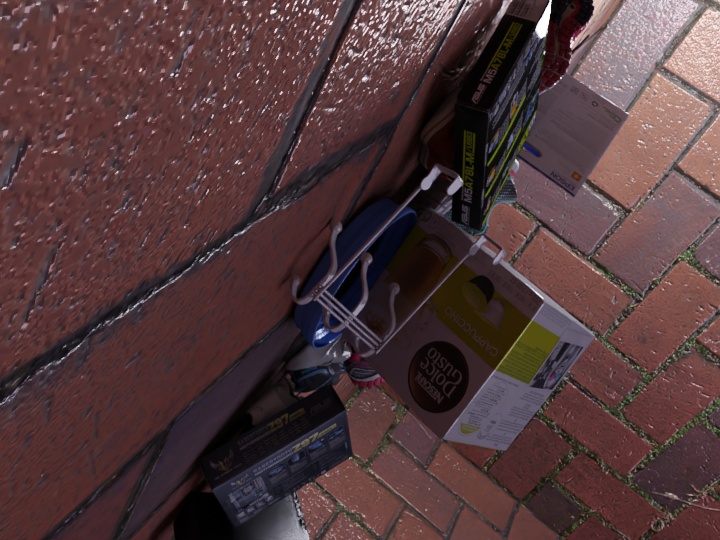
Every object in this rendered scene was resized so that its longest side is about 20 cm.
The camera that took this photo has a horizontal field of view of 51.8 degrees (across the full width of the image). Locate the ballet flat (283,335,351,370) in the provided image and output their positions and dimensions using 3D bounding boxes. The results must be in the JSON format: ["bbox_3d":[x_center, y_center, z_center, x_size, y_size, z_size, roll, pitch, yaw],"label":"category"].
[{"bbox_3d":[-0.019,0.085,1.048,0.200,0.069,0.070,-43,170,-18],"label":"ballet flat"}]

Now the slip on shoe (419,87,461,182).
[{"bbox_3d":[0.110,-0.158,0.888,0.074,0.061,0.200,-50,171,-7],"label":"slip on shoe"}]

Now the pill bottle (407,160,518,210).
[{"bbox_3d":[0.135,-0.105,1.093,0.202,0.108,0.109,-55,172,9],"label":"pill bottle"}]

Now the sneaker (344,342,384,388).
[{"bbox_3d":[0.064,0.102,1.118,0.198,0.081,0.075,-33,139,-10],"label":"sneaker"}]

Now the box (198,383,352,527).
[{"bbox_3d":[-0.107,0.252,1.000,0.197,0.051,0.159,-29,149,-15],"label":"box"}]

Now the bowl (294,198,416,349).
[{"bbox_3d":[-0.006,0.002,0.890,0.201,0.039,0.201,-49,166,-16],"label":"bowl"}]

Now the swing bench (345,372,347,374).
[{"bbox_3d":[0.032,0.115,1.360,0.201,0.129,0.199,-52,173,-7],"label":"swing bench"}]

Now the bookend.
[{"bbox_3d":[-0.193,0.361,1.102,0.197,0.200,0.093,15,123,-33],"label":"bookend"}]

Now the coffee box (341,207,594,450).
[{"bbox_3d":[0.136,0.081,0.939,0.199,0.199,0.199,-53,145,9],"label":"coffee box"}]

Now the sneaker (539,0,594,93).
[{"bbox_3d":[0.260,-0.306,1.041,0.201,0.080,0.075,-51,176,-22],"label":"sneaker"}]

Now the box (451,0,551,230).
[{"bbox_3d":[0.162,-0.184,0.858,0.202,0.047,0.195,-60,161,-27],"label":"box"}]

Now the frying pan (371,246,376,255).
[{"bbox_3d":[-0.001,-0.003,1.025,0.192,0.031,0.115,-57,171,0],"label":"frying pan"}]

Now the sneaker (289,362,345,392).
[{"bbox_3d":[-0.076,0.151,1.156,0.081,0.074,0.200,-24,168,-11],"label":"sneaker"}]

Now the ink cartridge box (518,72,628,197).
[{"bbox_3d":[0.264,-0.214,1.076,0.201,0.195,0.044,-49,170,-28],"label":"ink cartridge box"}]

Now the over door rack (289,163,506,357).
[{"bbox_3d":[0.037,-0.010,0.765,0.199,0.067,0.148,-37,139,8],"label":"over door rack"}]

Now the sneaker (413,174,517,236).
[{"bbox_3d":[0.132,-0.071,1.009,0.199,0.091,0.078,-42,-166,10],"label":"sneaker"}]

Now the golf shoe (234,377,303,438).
[{"bbox_3d":[-0.150,0.233,1.052,0.096,0.078,0.202,-22,148,-40],"label":"golf shoe"}]
